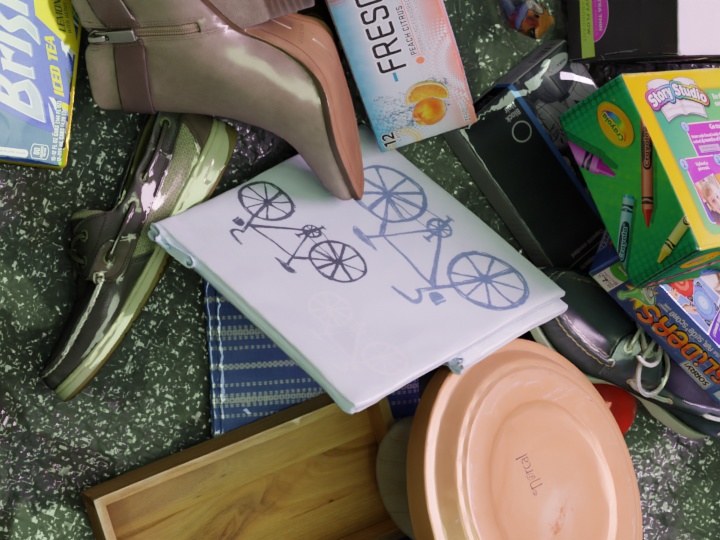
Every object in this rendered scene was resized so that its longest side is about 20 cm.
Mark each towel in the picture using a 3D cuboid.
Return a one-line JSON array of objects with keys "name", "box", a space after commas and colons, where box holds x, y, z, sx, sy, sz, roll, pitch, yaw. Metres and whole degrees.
[{"name": "towel", "box": [-0.031, 0.085, 1.577, 0.144, 0.024, 0.201, -4, 96, -20]}]

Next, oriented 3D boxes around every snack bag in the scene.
[{"name": "snack bag", "box": [0.000, 0.000, 1.486, 0.188, 0.021, 0.200, 41, 45, 23]}]

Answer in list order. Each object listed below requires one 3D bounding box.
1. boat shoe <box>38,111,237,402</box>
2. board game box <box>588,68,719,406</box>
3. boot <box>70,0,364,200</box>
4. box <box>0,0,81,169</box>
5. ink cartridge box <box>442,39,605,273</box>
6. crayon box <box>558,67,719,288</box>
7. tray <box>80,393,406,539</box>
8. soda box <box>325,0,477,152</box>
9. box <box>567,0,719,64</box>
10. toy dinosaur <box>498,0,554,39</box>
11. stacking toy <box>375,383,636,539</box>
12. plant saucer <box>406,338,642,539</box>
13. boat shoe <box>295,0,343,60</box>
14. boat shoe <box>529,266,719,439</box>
[{"name": "boat shoe", "box": [-0.149, -0.017, 1.506, 0.066, 0.072, 0.201, 33, 77, -12]}, {"name": "board game box", "box": [0.226, -0.022, 1.587, 0.135, 0.034, 0.200, 44, 41, -16]}, {"name": "boot", "box": [-0.088, -0.118, 1.468, 0.145, 0.070, 0.201, -10, 120, 9]}, {"name": "box", "box": [-0.205, -0.164, 1.479, 0.070, 0.064, 0.201, 6, 92, -19]}, {"name": "ink cartridge box", "box": [0.149, -0.044, 1.619, 0.099, 0.039, 0.200, -41, 105, -13]}, {"name": "crayon box", "box": [0.223, -0.063, 1.536, 0.199, 0.058, 0.119, -8, 70, -48]}, {"name": "tray", "box": [-0.066, 0.150, 1.538, 0.199, 0.037, 0.099, -21, 102, -18]}, {"name": "soda box", "box": [0.013, -0.170, 1.495, 0.068, 0.064, 0.201, -17, 133, 4]}, {"name": "box", "box": [0.246, -0.209, 1.581, 0.199, 0.124, 0.150, -4, 94, -30]}, {"name": "toy dinosaur", "box": [0.082, -0.243, 1.563, 0.182, 0.105, 0.200, 48, 67, -34]}, {"name": "stacking toy", "box": [0.103, 0.108, 1.572, 0.199, 0.085, 0.086, -21, 101, -44]}, {"name": "plant saucer", "box": [0.107, 0.139, 1.488, 0.200, 0.032, 0.201, 19, 63, -41]}, {"name": "boat shoe", "box": [-0.071, -0.203, 1.526, 0.070, 0.070, 0.201, -40, 112, -52]}, {"name": "boat shoe", "box": [0.185, 0.052, 1.576, 0.200, 0.062, 0.075, 36, 57, -30]}]
